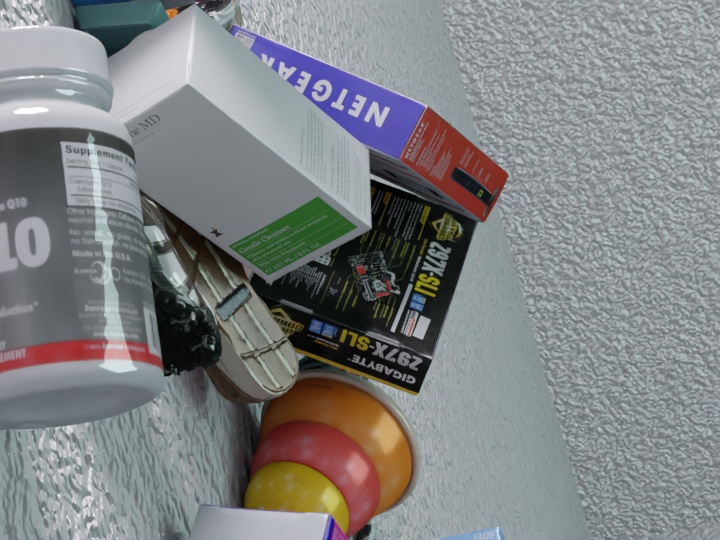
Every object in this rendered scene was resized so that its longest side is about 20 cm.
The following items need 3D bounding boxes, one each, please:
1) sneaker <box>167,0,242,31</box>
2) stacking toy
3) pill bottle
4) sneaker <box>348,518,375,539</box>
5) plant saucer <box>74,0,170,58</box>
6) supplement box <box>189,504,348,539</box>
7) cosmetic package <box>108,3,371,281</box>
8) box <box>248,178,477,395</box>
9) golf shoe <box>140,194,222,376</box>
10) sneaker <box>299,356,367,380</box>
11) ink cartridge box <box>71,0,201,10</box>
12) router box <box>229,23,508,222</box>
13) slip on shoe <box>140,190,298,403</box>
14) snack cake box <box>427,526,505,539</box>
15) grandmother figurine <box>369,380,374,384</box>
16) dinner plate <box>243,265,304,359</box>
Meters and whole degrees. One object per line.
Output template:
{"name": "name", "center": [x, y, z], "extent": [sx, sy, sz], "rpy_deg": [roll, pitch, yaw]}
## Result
{"name": "sneaker", "center": [-0.129, -0.187, 1.481], "extent": [0.200, 0.076, 0.092], "rpy_deg": [-70, 151, -68]}
{"name": "stacking toy", "center": [-0.050, 0.185, 1.425], "extent": [0.200, 0.146, 0.146], "rpy_deg": [-51, 130, -51]}
{"name": "pill bottle", "center": [-0.175, -0.022, 0.960], "extent": [0.114, 0.114, 0.200], "rpy_deg": [42, 37, -71]}
{"name": "sneaker", "center": [-0.024, 0.282, 1.527], "extent": [0.085, 0.074, 0.200], "rpy_deg": [74, 19, -48]}
{"name": "plant saucer", "center": [-0.147, -0.125, 1.330], "extent": [0.200, 0.070, 0.019], "rpy_deg": [65, 29, -48]}
{"name": "supplement box", "center": [-0.048, 0.256, 1.268], "extent": [0.200, 0.101, 0.103], "rpy_deg": [64, 33, -52]}
{"name": "cosmetic package", "center": [-0.093, -0.089, 1.288], "extent": [0.200, 0.108, 0.085], "rpy_deg": [35, 39, -38]}
{"name": "box", "center": [0.000, 0.000, 1.463], "extent": [0.200, 0.160, 0.049], "rpy_deg": [-69, 180, -51]}
{"name": "golf shoe", "center": [-0.145, -0.003, 1.186], "extent": [0.200, 0.078, 0.095], "rpy_deg": [65, 17, -52]}
{"name": "sneaker", "center": [0.001, 0.068, 1.579], "extent": [0.079, 0.200, 0.096], "rpy_deg": [26, 44, -21]}
{"name": "ink cartridge box", "center": [-0.119, -0.246, 1.251], "extent": [0.115, 0.200, 0.068], "rpy_deg": [48, 31, -69]}
{"name": "router box", "center": [0.001, -0.119, 1.455], "extent": [0.049, 0.200, 0.179], "rpy_deg": [-63, 152, -2]}
{"name": "slip on shoe", "center": [-0.119, 0.012, 1.354], "extent": [0.076, 0.061, 0.200], "rpy_deg": [-41, 104, -43]}
{"name": "snack cake box", "center": [0.027, 0.283, 1.405], "extent": [0.067, 0.200, 0.115], "rpy_deg": [63, 18, -51]}
{"name": "grandmother figurine", "center": [-0.025, 0.061, 1.718], "extent": [0.200, 0.061, 0.121], "rpy_deg": [73, -4, -48]}
{"name": "dinner plate", "center": [-0.080, -0.019, 1.508], "extent": [0.200, 0.024, 0.200], "rpy_deg": [36, 45, -46]}
